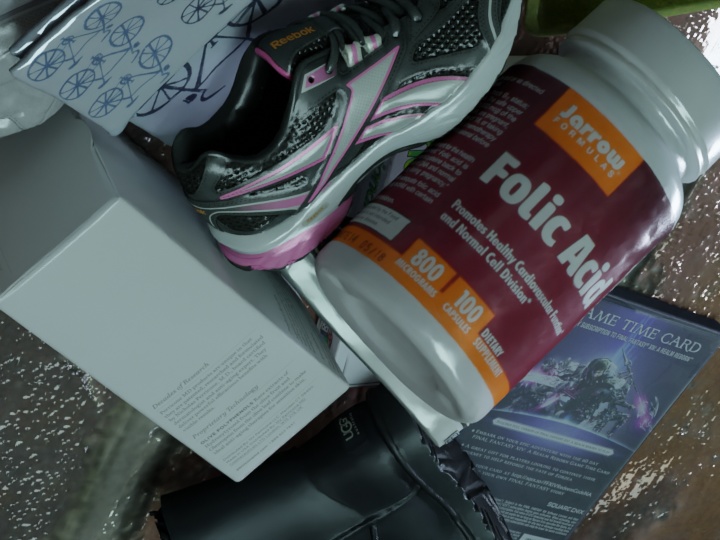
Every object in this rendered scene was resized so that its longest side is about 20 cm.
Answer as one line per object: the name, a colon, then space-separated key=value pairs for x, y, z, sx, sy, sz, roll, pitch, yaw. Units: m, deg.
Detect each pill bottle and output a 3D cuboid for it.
pill bottle: x=0.084 y=-0.032 z=1.126 sx=0.200 sy=0.114 sz=0.114 roll=-44 pitch=137 yaw=-11

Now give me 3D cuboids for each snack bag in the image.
snack bag: x=-0.052 y=-0.127 z=1.065 sx=0.188 sy=0.021 sz=0.200 roll=-40 pitch=161 yaw=6

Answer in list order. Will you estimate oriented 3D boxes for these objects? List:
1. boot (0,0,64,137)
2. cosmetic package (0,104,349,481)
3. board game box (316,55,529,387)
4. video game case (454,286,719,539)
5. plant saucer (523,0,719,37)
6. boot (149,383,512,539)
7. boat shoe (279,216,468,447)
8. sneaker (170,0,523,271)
boot: x=-0.137 y=-0.126 z=1.056 sx=0.199 sy=0.074 sz=0.096 roll=-24 pitch=145 yaw=-2
cosmetic package: x=-0.105 y=0.006 z=1.150 sx=0.085 sy=0.108 sz=0.200 roll=-40 pitch=134 yaw=9
board game box: x=0.053 y=-0.025 z=1.261 sx=0.126 sy=0.035 sz=0.201 roll=-4 pitch=129 yaw=-25
video game case: x=0.117 y=0.095 z=1.412 sx=0.142 sy=0.019 sz=0.200 roll=18 pitch=116 yaw=-39
plant saucer: x=0.172 y=-0.224 z=1.147 sx=0.199 sy=0.048 sz=0.201 roll=-11 pitch=131 yaw=-21
boot: x=-0.010 y=0.157 z=1.342 sx=0.168 sy=0.077 sz=0.200 roll=-28 pitch=137 yaw=10
boat shoe: x=0.000 y=0.000 z=1.198 sx=0.064 sy=0.071 sz=0.200 roll=-42 pitch=108 yaw=-3
sneaker: x=-0.008 y=-0.091 z=1.093 sx=0.200 sy=0.080 sz=0.086 roll=-49 pitch=137 yaw=-5
